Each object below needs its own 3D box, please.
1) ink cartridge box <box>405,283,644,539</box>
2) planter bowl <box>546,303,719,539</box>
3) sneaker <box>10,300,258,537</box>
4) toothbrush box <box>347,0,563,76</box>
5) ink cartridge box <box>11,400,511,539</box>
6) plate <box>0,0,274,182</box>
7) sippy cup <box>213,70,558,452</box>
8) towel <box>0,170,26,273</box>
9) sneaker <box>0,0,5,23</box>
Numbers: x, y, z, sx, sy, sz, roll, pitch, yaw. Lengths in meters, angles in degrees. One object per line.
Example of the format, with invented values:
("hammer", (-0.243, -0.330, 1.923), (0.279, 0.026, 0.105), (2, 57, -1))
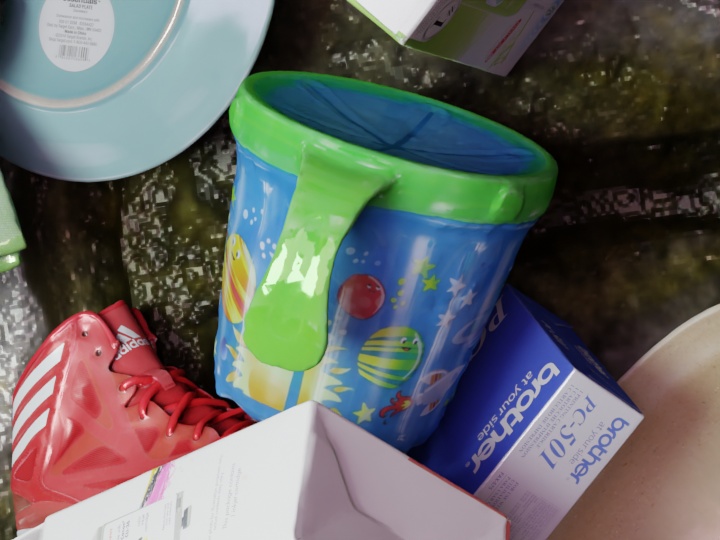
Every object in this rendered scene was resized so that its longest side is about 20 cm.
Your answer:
("ink cartridge box", (0.030, 0.110, 1.275), (0.044, 0.094, 0.200), (34, 100, -26))
("planter bowl", (0.159, 0.129, 1.210), (0.135, 0.200, 0.200), (36, 99, -16))
("sneaker", (-0.081, 0.063, 1.296), (0.200, 0.078, 0.116), (-14, 83, 31))
("toothbrush box", (0.052, -0.165, 1.218), (0.086, 0.200, 0.146), (39, 98, 10))
("ink cartridge box", (-0.052, 0.132, 1.206), (0.200, 0.116, 0.068), (-26, 45, 39))
("plate", (-0.125, -0.139, 1.326), (0.200, 0.026, 0.200), (0, 90, 29))
("sippy cup", (0.000, 0.000, 1.232), (0.140, 0.178, 0.130), (31, 111, 46))
("towel", (-0.241, -0.064, 1.323), (0.149, 0.031, 0.200), (-21, 65, -1))
("sneaker", (-0.208, -0.159, 1.318), (0.088, 0.076, 0.200), (-8, 70, 33))
